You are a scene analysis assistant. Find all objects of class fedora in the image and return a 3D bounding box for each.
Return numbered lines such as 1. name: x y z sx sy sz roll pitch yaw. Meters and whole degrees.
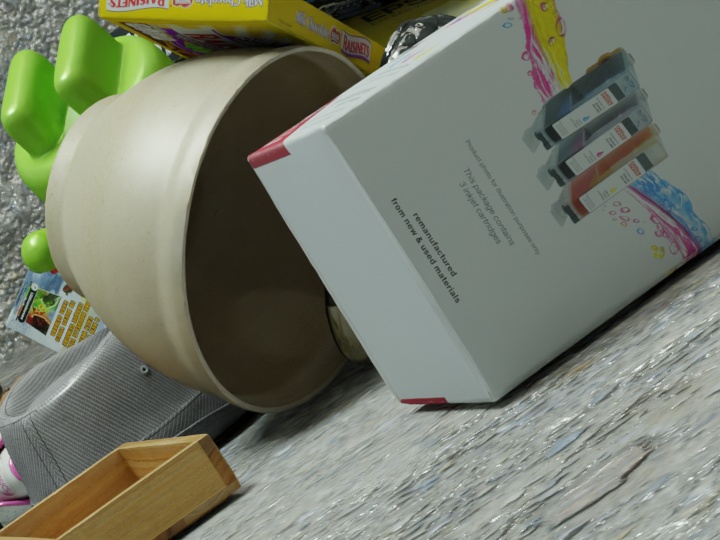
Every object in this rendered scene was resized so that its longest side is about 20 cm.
1. fedora: -0.145 0.080 1.758 0.177 0.091 0.200 -28 7 42

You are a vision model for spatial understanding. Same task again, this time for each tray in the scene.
1. tray: -0.134 0.131 1.550 0.098 0.037 0.200 -35 5 -16

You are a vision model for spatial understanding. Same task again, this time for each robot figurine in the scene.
1. robot figurine: -0.129 -0.061 1.777 0.175 0.200 0.116 -31 34 22

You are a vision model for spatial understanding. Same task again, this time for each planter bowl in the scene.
1. planter bowl: -0.088 -0.031 1.627 0.134 0.201 0.200 10 33 34

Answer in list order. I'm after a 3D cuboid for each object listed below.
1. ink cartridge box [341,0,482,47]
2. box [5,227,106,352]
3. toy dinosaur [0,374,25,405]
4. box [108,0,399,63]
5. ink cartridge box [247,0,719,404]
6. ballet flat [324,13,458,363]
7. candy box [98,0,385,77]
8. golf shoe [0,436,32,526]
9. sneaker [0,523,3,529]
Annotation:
1. ink cartridge box: 0.092 -0.160 1.810 0.197 0.047 0.200 -22 25 -14
2. box: -0.133 -0.023 1.915 0.201 0.136 0.040 -65 -6 19
3. toy dinosaur: -0.208 0.088 2.136 0.200 0.086 0.136 -39 13 -6
4. box: -0.031 -0.174 1.833 0.199 0.050 0.198 -14 -13 -45
5. ink cartridge box: 0.080 -0.052 1.336 0.200 0.145 0.145 -34 5 -15
6. ballet flat: 0.025 -0.046 1.619 0.057 0.201 0.066 11 -5 35
7. candy box: -0.061 -0.132 1.651 0.102 0.027 0.200 0 -7 20
8. golf shoe: -0.244 0.139 1.867 0.200 0.075 0.092 -35 -2 -3
9. sneaker: -0.298 0.200 1.796 0.199 0.074 0.082 -23 -6 33
